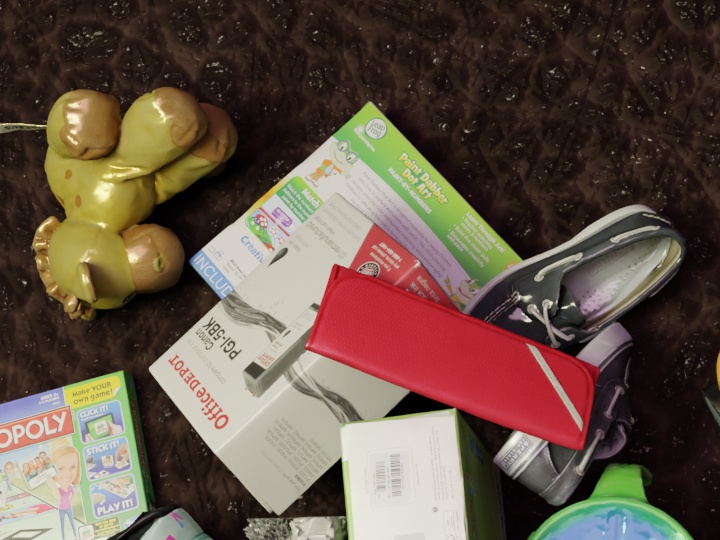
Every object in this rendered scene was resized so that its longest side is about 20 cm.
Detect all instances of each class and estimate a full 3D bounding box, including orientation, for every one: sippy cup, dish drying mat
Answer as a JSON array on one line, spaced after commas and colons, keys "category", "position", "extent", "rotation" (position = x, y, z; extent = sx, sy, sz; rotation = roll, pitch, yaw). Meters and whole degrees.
[{"category": "sippy cup", "position": [0.181, 0.236, 1.313], "extent": [0.140, 0.130, 0.178], "rotation": [39, 84, 20]}, {"category": "dish drying mat", "position": [0.065, 0.058, 1.274], "extent": [0.200, 0.018, 0.077], "rotation": [22, 53, -4]}]

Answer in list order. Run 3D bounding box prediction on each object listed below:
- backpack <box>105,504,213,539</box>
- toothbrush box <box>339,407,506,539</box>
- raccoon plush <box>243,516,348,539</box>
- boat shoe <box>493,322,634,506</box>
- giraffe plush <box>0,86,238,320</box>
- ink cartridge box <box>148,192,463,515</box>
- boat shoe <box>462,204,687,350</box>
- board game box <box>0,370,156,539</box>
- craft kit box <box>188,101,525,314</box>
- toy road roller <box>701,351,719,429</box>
[{"category": "backpack", "position": [-0.178, 0.270, 1.385], "extent": [0.200, 0.167, 0.127], "rotation": [-43, 88, -7]}, {"category": "toothbrush box", "position": [0.052, 0.193, 1.320], "extent": [0.086, 0.200, 0.146], "rotation": [-9, 71, 12]}, {"category": "raccoon plush", "position": [-0.041, 0.242, 1.324], "extent": [0.097, 0.200, 0.134], "rotation": [-2, 82, 11]}, {"category": "boat shoe", "position": [0.164, 0.105, 1.351], "extent": [0.068, 0.200, 0.072], "rotation": [41, 123, 5]}, {"category": "giraffe plush", "position": [-0.197, -0.045, 1.488], "extent": [0.200, 0.173, 0.162], "rotation": [-6, 78, 20]}, {"category": "ink cartridge box", "position": [-0.039, 0.058, 1.372], "extent": [0.200, 0.083, 0.147], "rotation": [-44, 35, -4]}, {"category": "boat shoe", "position": [0.155, 0.021, 1.411], "extent": [0.200, 0.060, 0.076], "rotation": [-39, 113, -2]}, {"category": "board game box", "position": [-0.267, 0.170, 1.494], "extent": [0.200, 0.029, 0.135], "rotation": [-16, 70, 7]}, {"category": "craft kit box", "position": [0.000, 0.000, 1.481], "extent": [0.198, 0.049, 0.200], "rotation": [-42, 68, 0]}, {"category": "toy road roller", "position": [0.327, 0.117, 1.310], "extent": [0.123, 0.146, 0.200], "rotation": [-29, 68, 3]}]
